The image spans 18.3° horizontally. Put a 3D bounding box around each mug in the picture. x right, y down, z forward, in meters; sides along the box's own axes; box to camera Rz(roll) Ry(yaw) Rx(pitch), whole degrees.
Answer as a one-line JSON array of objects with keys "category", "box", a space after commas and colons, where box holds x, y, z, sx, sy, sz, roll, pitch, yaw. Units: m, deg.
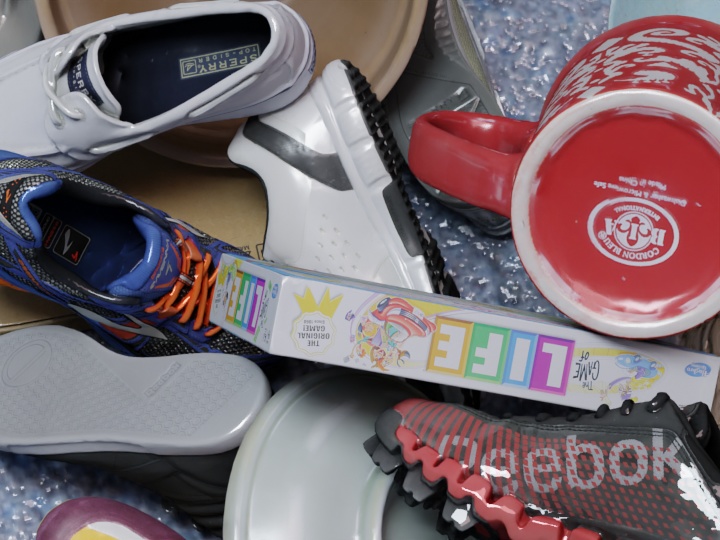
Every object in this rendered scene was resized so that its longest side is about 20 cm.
[{"category": "mug", "box": [0.116, -0.033, 1.032, 0.177, 0.200, 0.134, -21, 97, 14]}]

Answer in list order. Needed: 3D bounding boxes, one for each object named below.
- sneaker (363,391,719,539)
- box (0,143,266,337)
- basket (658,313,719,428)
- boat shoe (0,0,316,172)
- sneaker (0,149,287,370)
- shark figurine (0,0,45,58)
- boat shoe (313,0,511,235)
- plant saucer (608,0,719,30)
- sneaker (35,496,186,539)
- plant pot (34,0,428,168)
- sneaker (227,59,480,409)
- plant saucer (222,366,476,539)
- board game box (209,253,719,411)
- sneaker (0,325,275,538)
[{"category": "sneaker", "box": [0.098, 0.089, 0.929, 0.200, 0.071, 0.098, 24, 76, 29]}, {"category": "box", "box": [-0.105, -0.054, 1.175, 0.199, 0.021, 0.164, -10, 64, -9]}, {"category": "basket", "box": [0.240, 0.114, 1.008, 0.200, 0.161, 0.199, 22, 62, -18]}, {"category": "boat shoe", "box": [-0.123, -0.092, 1.077, 0.199, 0.065, 0.074, -19, 79, 11]}, {"category": "sneaker", "box": [-0.106, 0.003, 1.071, 0.200, 0.078, 0.076, 22, 81, -31]}, {"category": "shark figurine", "box": [-0.198, -0.164, 1.172, 0.128, 0.090, 0.215, -12, 60, -13]}, {"category": "boat shoe", "box": [0.033, -0.109, 1.199, 0.074, 0.065, 0.202, -30, 62, 4]}, {"category": "plant saucer", "box": [0.226, -0.109, 1.181, 0.200, 0.039, 0.202, 2, 64, -4]}, {"category": "sneaker", "box": [-0.076, 0.171, 1.026, 0.075, 0.090, 0.200, -39, 73, -21]}, {"category": "plant pot", "box": [-0.063, -0.162, 1.147, 0.200, 0.201, 0.093, 7, 21, -1]}, {"category": "sneaker", "box": [0.000, 0.000, 1.115, 0.080, 0.074, 0.201, -23, 92, 9]}, {"category": "plant saucer", "box": [0.025, 0.135, 1.009, 0.200, 0.050, 0.201, 24, 56, -42]}, {"category": "board game box", "box": [0.043, 0.031, 1.006, 0.199, 0.134, 0.034, 11, 91, -15]}, {"category": "sneaker", "box": [-0.111, 0.084, 1.084, 0.199, 0.099, 0.071, 4, 55, 33]}]
